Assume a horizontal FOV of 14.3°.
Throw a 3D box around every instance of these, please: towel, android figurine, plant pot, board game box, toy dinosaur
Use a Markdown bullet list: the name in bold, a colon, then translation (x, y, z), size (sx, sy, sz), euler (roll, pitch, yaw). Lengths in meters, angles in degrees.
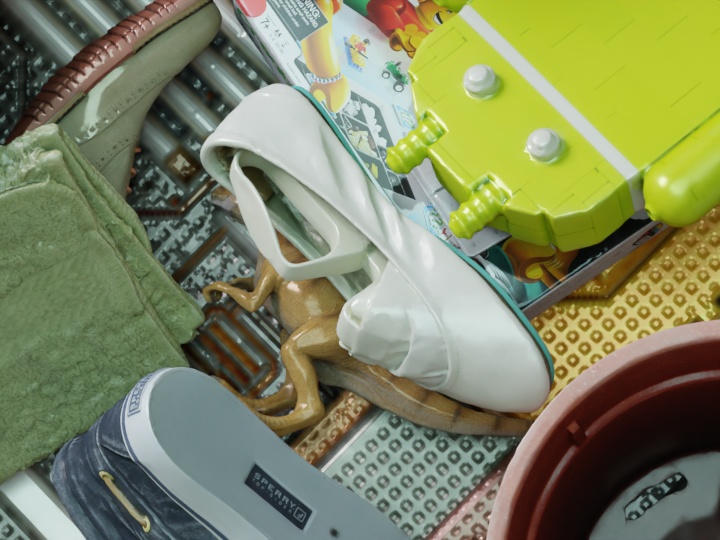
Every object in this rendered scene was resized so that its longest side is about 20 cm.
- **towel**: translation (-0.181, 0.033, 1.296), size (0.199, 0.149, 0.037), euler (-33, 34, 0)
- **android figurine**: translation (0.104, -0.090, 1.274), size (0.200, 0.041, 0.182), euler (-36, 60, -9)
- **plant pot**: translation (0.155, 0.135, 1.205), size (0.199, 0.195, 0.202), euler (-1, 80, 5)
- **board game box**: translation (0.047, -0.077, 1.327), size (0.126, 0.035, 0.200), euler (-34, 79, -8)
- **toy dinosaur**: translation (-0.010, 0.036, 1.307), size (0.106, 0.060, 0.200), euler (-44, 79, -4)

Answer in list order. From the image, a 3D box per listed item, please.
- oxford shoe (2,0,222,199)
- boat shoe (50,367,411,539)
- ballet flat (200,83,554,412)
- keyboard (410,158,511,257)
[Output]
- **oxford shoe**: translation (-0.129, -0.051, 1.339), size (0.200, 0.071, 0.074), euler (-45, 101, 0)
- **boat shoe**: translation (-0.046, 0.129, 1.295), size (0.200, 0.091, 0.071), euler (46, 47, -11)
- **ballet flat**: translation (0.000, 0.000, 1.272), size (0.069, 0.069, 0.200), euler (-41, 69, -2)
- **keyboard**: translation (0.118, -0.077, 1.304), size (0.199, 0.011, 0.056), euler (-30, 78, -10)
